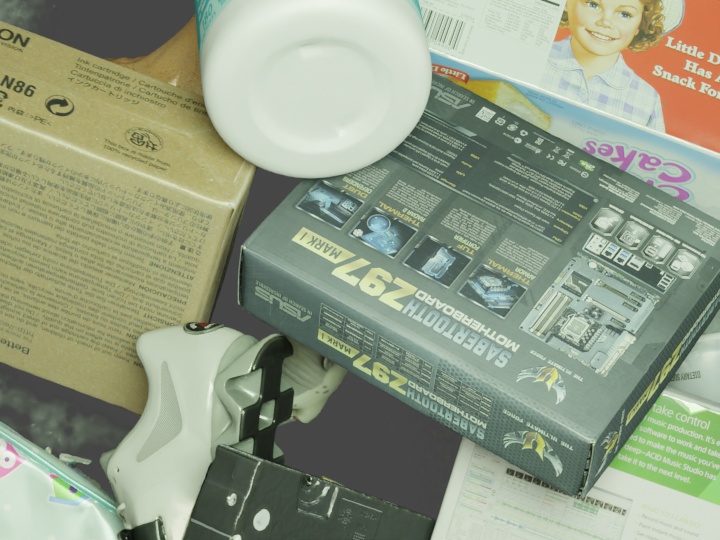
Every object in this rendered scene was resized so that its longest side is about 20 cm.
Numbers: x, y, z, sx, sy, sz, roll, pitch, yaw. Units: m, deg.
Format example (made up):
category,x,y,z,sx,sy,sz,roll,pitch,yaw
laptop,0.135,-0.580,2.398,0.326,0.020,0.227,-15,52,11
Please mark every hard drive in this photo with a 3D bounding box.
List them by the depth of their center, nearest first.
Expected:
category,x,y,z,sx,sy,sz,roll,pitch,yaw
hard drive,-0.048,0.196,1.122,0.038,0.139,0.201,14,84,44

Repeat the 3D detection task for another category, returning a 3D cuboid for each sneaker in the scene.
category,x,y,z,sx,sy,sz,roll,pitch,yaw
sneaker,-0.089,0.123,1.160,0.088,0.074,0.202,10,96,22

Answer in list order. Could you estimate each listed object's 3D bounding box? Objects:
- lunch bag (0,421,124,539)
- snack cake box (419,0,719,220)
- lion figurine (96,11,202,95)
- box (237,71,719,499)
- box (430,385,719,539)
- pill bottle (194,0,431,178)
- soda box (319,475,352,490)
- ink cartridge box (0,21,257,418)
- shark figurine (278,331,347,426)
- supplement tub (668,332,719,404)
category,x,y,z,sx,sy,sz,roll,pitch,yaw
lunch bag,-0.205,0.177,1.202,0.160,0.077,0.201,34,84,2
snack cake box,0.119,-0.117,1.228,0.199,0.067,0.116,20,61,0
lion figurine,-0.089,-0.104,1.243,0.200,0.073,0.123,-37,77,-19
box,0.063,0.000,1.127,0.199,0.051,0.158,28,52,18
box,0.106,0.146,1.146,0.143,0.036,0.201,19,97,12
pill bottle,-0.030,-0.146,1.155,0.110,0.111,0.201,-4,41,-5
soda box,0.051,0.182,1.217,0.199,0.064,0.068,27,86,1
ink cartridge box,-0.162,-0.030,1.179,0.199,0.165,0.075,21,43,-1
shark figurine,0.013,-0.015,1.207,0.214,0.128,0.090,-41,77,-6
supplement tub,0.210,0.131,1.198,0.122,0.123,0.202,-6,84,-3
